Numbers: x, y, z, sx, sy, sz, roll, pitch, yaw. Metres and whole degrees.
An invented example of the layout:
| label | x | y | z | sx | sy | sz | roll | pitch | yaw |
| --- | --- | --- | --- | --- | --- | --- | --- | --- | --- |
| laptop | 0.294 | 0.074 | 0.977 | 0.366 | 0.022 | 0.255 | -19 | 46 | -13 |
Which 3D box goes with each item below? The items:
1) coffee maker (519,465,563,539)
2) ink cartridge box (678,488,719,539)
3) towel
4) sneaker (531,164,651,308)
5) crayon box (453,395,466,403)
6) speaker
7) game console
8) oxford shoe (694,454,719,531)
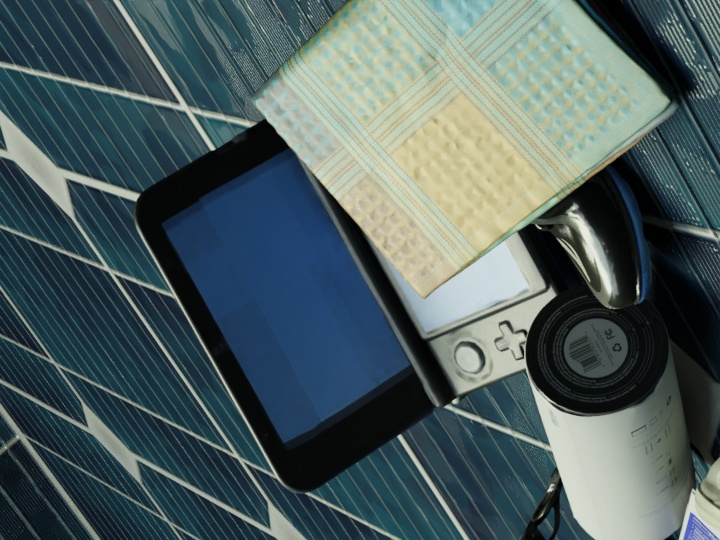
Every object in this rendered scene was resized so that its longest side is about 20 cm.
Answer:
| label | x | y | z | sx | sy | sz | roll | pitch | yaw |
| --- | --- | --- | --- | --- | --- | --- | --- | --- | --- |
| coffee maker | 0.176 | 0.258 | 1.600 | 0.199 | 0.193 | 0.135 | 26 | -178 | 6 |
| ink cartridge box | 0.232 | 0.180 | 1.447 | 0.095 | 0.037 | 0.200 | 45 | 170 | 17 |
| towel | 0.049 | -0.087 | 1.218 | 0.147 | 0.022 | 0.200 | 49 | 131 | -2 |
| sneaker | 0.075 | -0.052 | 1.289 | 0.200 | 0.083 | 0.071 | 47 | 162 | 1 |
| crayon box | 0.030 | -0.013 | 1.542 | 0.126 | 0.052 | 0.200 | 41 | 162 | 24 |
| speaker | 0.145 | 0.087 | 1.382 | 0.081 | 0.081 | 0.200 | 40 | 168 | 27 |
| game console | 0.000 | 0.000 | 1.384 | 0.170 | 0.118 | 0.201 | -24 | 99 | 41 |
| oxford shoe | 0.257 | 0.137 | 1.282 | 0.200 | 0.075 | 0.058 | 29 | 109 | 46 |
